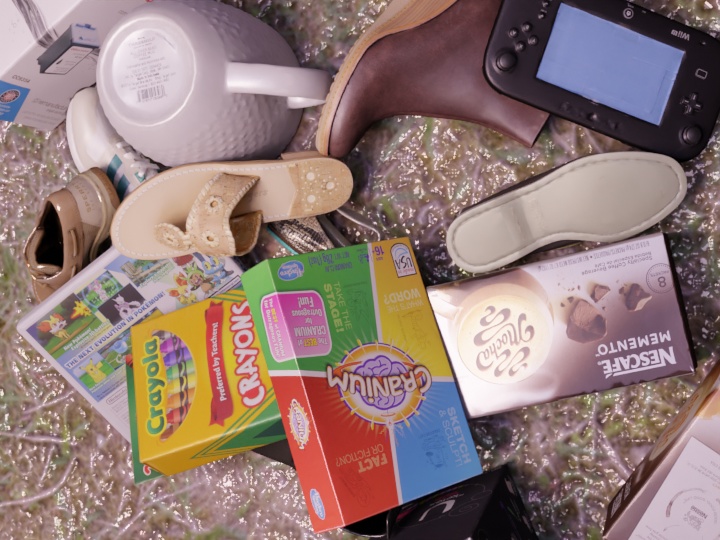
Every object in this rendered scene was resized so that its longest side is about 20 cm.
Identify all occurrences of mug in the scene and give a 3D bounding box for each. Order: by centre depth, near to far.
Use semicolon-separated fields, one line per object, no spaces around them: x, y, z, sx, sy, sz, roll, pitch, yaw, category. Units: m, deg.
-0.119;-0.158;0.943;0.197;0.175;0.150;4;93;16;mug

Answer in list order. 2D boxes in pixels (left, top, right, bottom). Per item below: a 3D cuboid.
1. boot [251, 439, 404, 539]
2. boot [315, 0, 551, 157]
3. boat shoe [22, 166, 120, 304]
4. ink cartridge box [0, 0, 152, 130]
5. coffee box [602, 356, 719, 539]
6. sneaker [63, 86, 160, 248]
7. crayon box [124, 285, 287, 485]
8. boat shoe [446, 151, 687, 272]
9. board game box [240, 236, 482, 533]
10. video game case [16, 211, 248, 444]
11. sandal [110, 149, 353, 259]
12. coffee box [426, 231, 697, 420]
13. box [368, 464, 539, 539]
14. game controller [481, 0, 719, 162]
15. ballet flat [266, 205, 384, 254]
-0.042;0.160;0.944;0.197;0.138;0.079;6;108;17;boot
0.073;-0.148;0.925;0.165;0.072;0.201;33;83;8;boot
-0.276;-0.020;1.007;0.072;0.064;0.201;51;140;13;boat shoe
-0.268;-0.227;0.999;0.199;0.146;0.086;-37;81;14;ink cartridge box
0.280;0.143;0.867;0.079;0.114;0.201;36;101;12;coffee box
-0.194;-0.076;1.008;0.092;0.070;0.203;-14;99;28;sneaker
-0.120;0.090;0.931;0.197;0.051;0.129;-20;60;14;crayon box
0.168;-0.054;0.920;0.198;0.061;0.073;-16;99;16;boat shoe
0.003;0.083;0.866;0.040;0.151;0.203;-27;78;48;board game box
-0.177;0.057;1.006;0.199;0.022;0.183;-35;111;15;video game case
-0.102;-0.047;0.914;0.208;0.070;0.079;-15;119;-10;sandal
0.166;0.046;0.915;0.197;0.080;0.115;-13;87;17;coffee box
0.072;0.246;0.886;0.121;0.200;0.107;-25;89;15;box
0.198;-0.164;0.892;0.197;0.042;0.106;20;99;-6;game controller
0.000;0.000;0.971;0.075;0.068;0.200;-45;77;10;ballet flat
